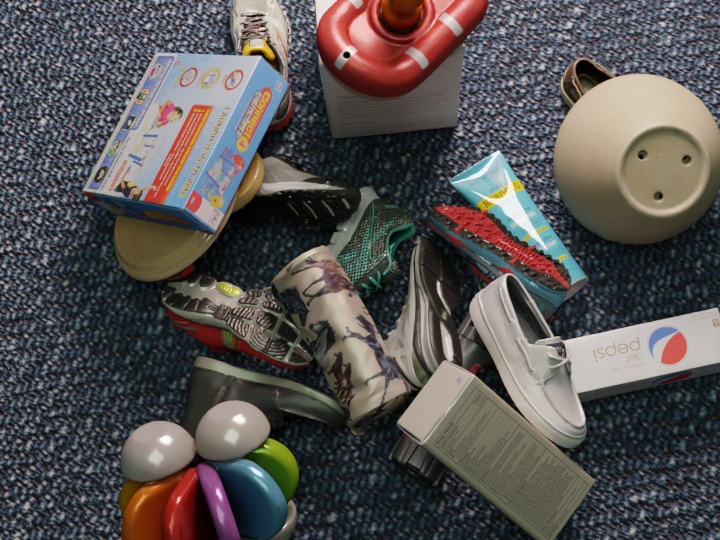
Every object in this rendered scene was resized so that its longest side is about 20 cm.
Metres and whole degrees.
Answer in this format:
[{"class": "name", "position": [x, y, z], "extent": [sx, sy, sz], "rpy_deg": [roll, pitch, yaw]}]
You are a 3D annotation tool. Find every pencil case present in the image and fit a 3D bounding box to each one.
[{"class": "pencil case", "position": [-0.023, 0.078, 1.270], "extent": [0.089, 0.078, 0.201], "rpy_deg": [-36, 79, 33]}]

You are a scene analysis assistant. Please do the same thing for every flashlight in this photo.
[{"class": "flashlight", "position": [0.107, 0.147, 1.321], "extent": [0.068, 0.068, 0.201], "rpy_deg": [28, 71, 15]}]

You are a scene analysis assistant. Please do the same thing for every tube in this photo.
[{"class": "tube", "position": [0.193, -0.052, 1.388], "extent": [0.077, 0.051, 0.201], "rpy_deg": [-28, 69, -19]}]

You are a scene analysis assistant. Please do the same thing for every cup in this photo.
[{"class": "cup", "position": [0.327, -0.120, 1.309], "extent": [0.198, 0.143, 0.203], "rpy_deg": [0, 99, 2]}]

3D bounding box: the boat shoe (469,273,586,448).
[{"class": "boat shoe", "position": [0.194, 0.094, 1.258], "extent": [0.072, 0.069, 0.201], "rpy_deg": [-1, 55, -40]}]

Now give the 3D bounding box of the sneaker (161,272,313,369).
[{"class": "sneaker", "position": [-0.138, 0.066, 1.341], "extent": [0.198, 0.085, 0.077], "rpy_deg": [23, 54, 16]}]

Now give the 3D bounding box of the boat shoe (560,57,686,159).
[{"class": "boat shoe", "position": [0.322, -0.179, 1.403], "extent": [0.202, 0.075, 0.075], "rpy_deg": [43, 79, 14]}]

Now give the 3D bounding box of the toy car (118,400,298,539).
[{"class": "toy car", "position": [-0.160, 0.249, 1.226], "extent": [0.198, 0.150, 0.177], "rpy_deg": [-15, 111, -3]}]

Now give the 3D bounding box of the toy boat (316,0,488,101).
[{"class": "toy boat", "position": [0.042, -0.276, 1.208], "extent": [0.130, 0.131, 0.200], "rpy_deg": [42, 80, 11]}]

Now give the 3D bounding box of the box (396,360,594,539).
[{"class": "box", "position": [0.145, 0.196, 1.239], "extent": [0.200, 0.078, 0.095], "rpy_deg": [42, 83, -20]}]

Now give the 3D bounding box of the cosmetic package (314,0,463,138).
[{"class": "cosmetic package", "position": [0.031, -0.278, 1.382], "extent": [0.163, 0.200, 0.167], "rpy_deg": [-5, 72, 0]}]

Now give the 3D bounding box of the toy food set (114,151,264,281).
[{"class": "toy food set", "position": [-0.214, -0.075, 1.367], "extent": [0.197, 0.049, 0.201], "rpy_deg": [14, 72, 43]}]

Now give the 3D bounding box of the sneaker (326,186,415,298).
[{"class": "sneaker", "position": [0.000, 0.000, 1.357], "extent": [0.090, 0.078, 0.201], "rpy_deg": [21, 76, 16]}]

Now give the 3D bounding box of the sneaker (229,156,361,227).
[{"class": "sneaker", "position": [-0.084, -0.101, 1.370], "extent": [0.199, 0.074, 0.080], "rpy_deg": [6, 59, 34]}]

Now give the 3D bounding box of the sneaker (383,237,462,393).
[{"class": "sneaker", "position": [0.053, 0.057, 1.341], "extent": [0.115, 0.076, 0.202], "rpy_deg": [-31, 38, 30]}]

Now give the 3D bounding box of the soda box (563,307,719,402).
[{"class": "soda box", "position": [0.315, 0.100, 1.320], "extent": [0.198, 0.068, 0.064], "rpy_deg": [-13, 72, -1]}]

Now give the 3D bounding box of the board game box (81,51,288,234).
[{"class": "board game box", "position": [-0.204, -0.152, 1.335], "extent": [0.195, 0.056, 0.201], "rpy_deg": [12, 71, 42]}]

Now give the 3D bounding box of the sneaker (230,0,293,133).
[{"class": "sneaker", "position": [-0.122, -0.280, 1.451], "extent": [0.077, 0.082, 0.202], "rpy_deg": [-12, 72, -1]}]

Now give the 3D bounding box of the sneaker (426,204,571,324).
[{"class": "sneaker", "position": [0.146, -0.001, 1.350], "extent": [0.200, 0.096, 0.079], "rpy_deg": [38, 35, 29]}]

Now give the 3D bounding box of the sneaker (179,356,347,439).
[{"class": "sneaker", "position": [-0.109, 0.175, 1.321], "extent": [0.198, 0.075, 0.107], "rpy_deg": [14, 81, 13]}]
